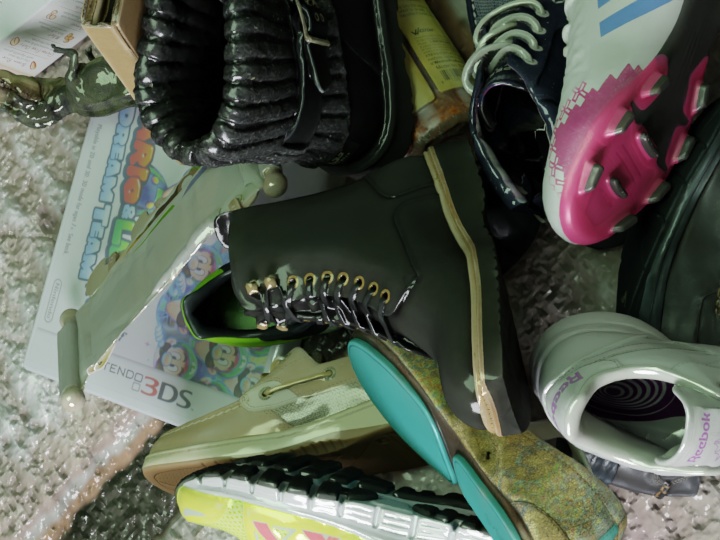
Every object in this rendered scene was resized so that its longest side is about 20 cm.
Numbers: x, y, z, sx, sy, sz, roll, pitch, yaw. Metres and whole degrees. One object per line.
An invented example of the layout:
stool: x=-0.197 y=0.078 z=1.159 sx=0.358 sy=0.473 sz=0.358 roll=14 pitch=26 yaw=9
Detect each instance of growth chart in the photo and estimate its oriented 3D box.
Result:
growth chart: x=-0.107 y=-0.012 z=1.292 sx=0.200 sy=0.018 sz=0.145 roll=-46 pitch=19 yaw=20

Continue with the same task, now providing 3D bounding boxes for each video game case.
video game case: x=-0.100 y=-0.015 z=1.358 sx=0.181 sy=0.024 sz=0.201 roll=17 pitch=92 yaw=34

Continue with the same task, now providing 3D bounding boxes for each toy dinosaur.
toy dinosaur: x=-0.121 y=-0.130 z=1.356 sx=0.199 sy=0.047 sz=0.089 roll=-5 pitch=70 yaw=23

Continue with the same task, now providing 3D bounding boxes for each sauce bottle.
sauce bottle: x=0.004 y=-0.139 z=1.284 sx=0.066 sy=0.066 sz=0.201 roll=-40 pitch=61 yaw=22

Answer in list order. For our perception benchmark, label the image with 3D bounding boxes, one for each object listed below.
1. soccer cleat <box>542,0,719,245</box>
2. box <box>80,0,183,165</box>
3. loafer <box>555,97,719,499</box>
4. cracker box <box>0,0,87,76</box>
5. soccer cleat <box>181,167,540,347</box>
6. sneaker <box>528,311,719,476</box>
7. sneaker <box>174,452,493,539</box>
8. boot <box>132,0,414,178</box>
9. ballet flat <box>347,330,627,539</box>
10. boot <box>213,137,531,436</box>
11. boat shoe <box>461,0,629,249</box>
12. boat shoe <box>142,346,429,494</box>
soccer cleat: x=0.128 y=-0.105 z=1.144 sx=0.086 sy=0.070 sz=0.201 roll=18 pitch=74 yaw=40
box: x=-0.095 y=-0.163 z=1.222 sx=0.021 sy=0.200 sz=0.165 roll=6 pitch=74 yaw=11
loafer: x=0.162 y=0.015 z=1.159 sx=0.072 sy=0.073 sz=0.201 roll=20 pitch=99 yaw=-6
cracker box: x=-0.202 y=-0.203 z=1.437 sx=0.200 sy=0.058 sz=0.135 roll=-34 pitch=65 yaw=26
soccer cleat: x=0.000 y=0.000 z=1.239 sx=0.199 sy=0.081 sz=0.068 roll=-20 pitch=89 yaw=20
sneaker: x=0.176 y=0.074 z=1.080 sx=0.199 sy=0.100 sz=0.075 roll=7 pitch=106 yaw=-1
sneaker: x=-0.005 y=0.149 z=1.181 sx=0.199 sy=0.078 sz=0.091 roll=14 pitch=100 yaw=18
boot: x=-0.053 y=-0.147 z=1.187 sx=0.079 sy=0.157 sz=0.212 roll=-28 pitch=70 yaw=33
ballet flat: x=0.063 y=0.080 z=1.141 sx=0.071 sy=0.070 sz=0.200 roll=-57 pitch=39 yaw=13
boot: x=0.003 y=0.022 z=1.129 sx=0.137 sy=0.078 sz=0.200 roll=-13 pitch=31 yaw=2
boat shoe: x=0.085 y=-0.111 z=1.206 sx=0.074 sy=0.093 sz=0.201 roll=-32 pitch=66 yaw=26
boat shoe: x=-0.025 y=0.077 z=1.265 sx=0.199 sy=0.072 sz=0.065 roll=-15 pitch=59 yaw=23
